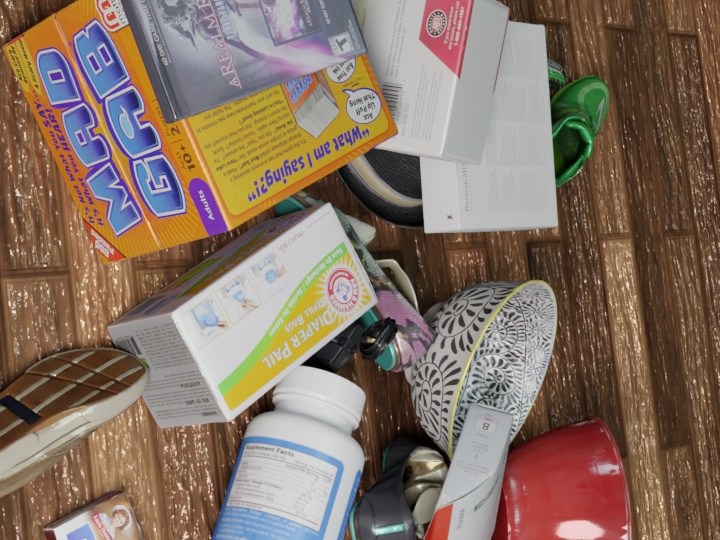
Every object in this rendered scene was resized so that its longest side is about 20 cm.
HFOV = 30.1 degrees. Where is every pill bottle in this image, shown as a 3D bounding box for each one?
[{"bbox_3d":[-0.059,0.192,1.165,0.112,0.112,0.202,32,64,-31],"label":"pill bottle"}]

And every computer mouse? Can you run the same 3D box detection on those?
[{"bbox_3d":[-0.013,0.062,1.176,0.034,0.200,0.059,45,70,-7],"label":"computer mouse"}]

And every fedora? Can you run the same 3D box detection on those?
[{"bbox_3d":[0.058,-0.141,1.328,0.199,0.091,0.204,7,79,-38],"label":"fedora"}]

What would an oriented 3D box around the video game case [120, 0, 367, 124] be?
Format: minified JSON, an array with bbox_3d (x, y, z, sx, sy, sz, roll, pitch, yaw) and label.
[{"bbox_3d":[-0.090,-0.206,1.005,0.199,0.019,0.145,-27,100,-40],"label":"video game case"}]

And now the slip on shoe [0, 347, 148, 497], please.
[{"bbox_3d":[-0.251,0.125,1.054,0.199,0.076,0.061,-34,144,-46],"label":"slip on shoe"}]

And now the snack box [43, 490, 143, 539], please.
[{"bbox_3d":[-0.191,0.288,1.095,0.071,0.024,0.203,-24,99,-38],"label":"snack box"}]

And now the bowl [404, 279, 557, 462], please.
[{"bbox_3d":[0.104,0.089,1.310,0.200,0.093,0.203,-37,139,-42],"label":"bowl"}]

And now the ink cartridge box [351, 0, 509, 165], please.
[{"bbox_3d":[0.019,-0.184,1.208,0.083,0.198,0.147,2,100,-59],"label":"ink cartridge box"}]

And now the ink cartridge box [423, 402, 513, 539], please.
[{"bbox_3d":[0.085,0.244,1.184,0.201,0.056,0.164,-69,167,-48],"label":"ink cartridge box"}]

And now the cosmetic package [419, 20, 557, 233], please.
[{"bbox_3d":[0.121,-0.139,1.288,0.150,0.051,0.203,-2,88,-47],"label":"cosmetic package"}]

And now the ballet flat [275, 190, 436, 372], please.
[{"bbox_3d":[0.000,0.000,1.249,0.071,0.069,0.201,-31,80,-32],"label":"ballet flat"}]

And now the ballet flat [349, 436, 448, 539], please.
[{"bbox_3d":[0.047,0.202,1.221,0.200,0.072,0.074,-41,112,-71],"label":"ballet flat"}]

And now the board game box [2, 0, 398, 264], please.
[{"bbox_3d":[-0.131,-0.148,1.102,0.199,0.199,0.202,-32,103,-38],"label":"board game box"}]

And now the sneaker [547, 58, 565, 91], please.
[{"bbox_3d":[0.147,-0.244,1.429,0.198,0.078,0.086,22,69,-35],"label":"sneaker"}]

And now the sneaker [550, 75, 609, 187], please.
[{"bbox_3d":[0.233,-0.144,1.481,0.074,0.083,0.200,52,54,-20],"label":"sneaker"}]

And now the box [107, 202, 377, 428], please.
[{"bbox_3d":[-0.098,0.037,1.158,0.199,0.112,0.102,-37,106,-39],"label":"box"}]

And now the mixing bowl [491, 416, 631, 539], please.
[{"bbox_3d":[0.185,0.247,1.332,0.107,0.200,0.203,0,81,-8],"label":"mixing bowl"}]
